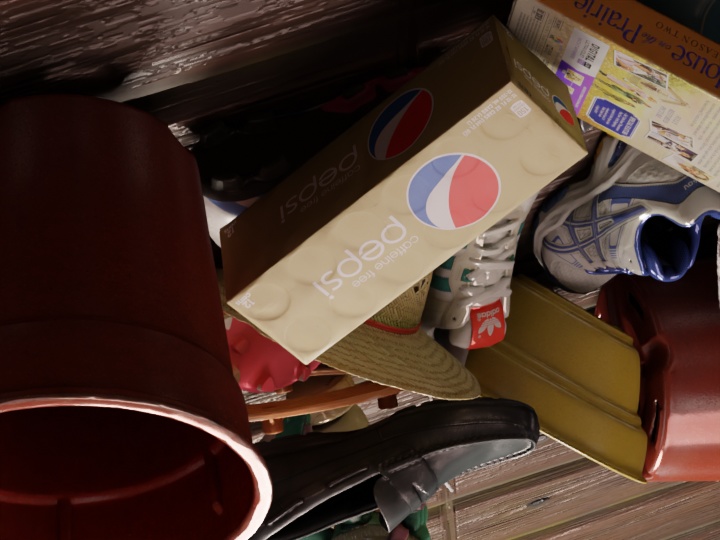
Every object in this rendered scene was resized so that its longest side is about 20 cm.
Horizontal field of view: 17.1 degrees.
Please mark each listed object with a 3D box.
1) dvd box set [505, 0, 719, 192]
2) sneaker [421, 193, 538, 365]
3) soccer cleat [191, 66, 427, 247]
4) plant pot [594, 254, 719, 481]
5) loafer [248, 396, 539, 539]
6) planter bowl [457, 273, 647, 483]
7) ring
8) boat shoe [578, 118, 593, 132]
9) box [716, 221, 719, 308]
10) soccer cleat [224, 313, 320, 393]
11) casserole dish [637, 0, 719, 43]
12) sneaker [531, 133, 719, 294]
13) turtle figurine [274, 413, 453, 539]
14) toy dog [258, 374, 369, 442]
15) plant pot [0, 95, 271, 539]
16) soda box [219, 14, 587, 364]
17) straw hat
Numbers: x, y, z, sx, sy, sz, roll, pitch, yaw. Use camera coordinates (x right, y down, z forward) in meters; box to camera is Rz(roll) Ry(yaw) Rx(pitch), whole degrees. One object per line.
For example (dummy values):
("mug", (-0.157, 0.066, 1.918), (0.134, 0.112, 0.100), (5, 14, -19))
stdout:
("dvd box set", (0.168, -0.089, 1.260), (0.029, 0.199, 0.146), (-61, 175, -11))
("sneaker", (0.078, -0.007, 1.487), (0.070, 0.094, 0.200), (-7, 154, -27))
("soccer cleat", (0.000, -0.061, 1.341), (0.199, 0.070, 0.086), (-11, 148, -2))
("plant pot", (0.278, 0.068, 1.704), (0.194, 0.202, 0.201), (-5, 153, -14))
("loafer", (0.018, 0.130, 1.507), (0.200, 0.071, 0.068), (-13, 152, 1))
("planter bowl", (0.127, 0.059, 1.626), (0.084, 0.200, 0.200), (-60, 149, 2))
("ring", (-0.054, 0.083, 1.547), (0.199, 0.019, 0.200), (-8, -174, 1))
("boat shoe", (0.128, -0.097, 1.370), (0.199, 0.063, 0.073), (-24, 153, 7))
("box", (0.354, -0.010, 1.531), (0.200, 0.164, 0.166), (-42, 158, -9))
("soccer cleat", (-0.111, 0.044, 1.498), (0.199, 0.076, 0.067), (-8, 110, -35))
("casserole dish", (0.209, -0.138, 1.313), (0.121, 0.039, 0.200), (-39, 152, -10))
("sneaker", (0.169, -0.022, 1.535), (0.075, 0.088, 0.200), (-12, 157, -21))
("turtle figurine", (0.006, 0.175, 1.619), (0.200, 0.101, 0.150), (33, 104, -27))
("toy dog", (-0.071, 0.136, 1.688), (0.199, 0.133, 0.096), (-9, -167, -13))
("plant pot", (-0.150, 0.032, 1.211), (0.200, 0.196, 0.201), (-4, 146, -3))
("soda box", (0.019, -0.040, 1.266), (0.200, 0.064, 0.068), (-37, 125, 20))
("straw hat", (0.000, 0.000, 1.425), (0.201, 0.201, 0.085), (10, 104, -48))
